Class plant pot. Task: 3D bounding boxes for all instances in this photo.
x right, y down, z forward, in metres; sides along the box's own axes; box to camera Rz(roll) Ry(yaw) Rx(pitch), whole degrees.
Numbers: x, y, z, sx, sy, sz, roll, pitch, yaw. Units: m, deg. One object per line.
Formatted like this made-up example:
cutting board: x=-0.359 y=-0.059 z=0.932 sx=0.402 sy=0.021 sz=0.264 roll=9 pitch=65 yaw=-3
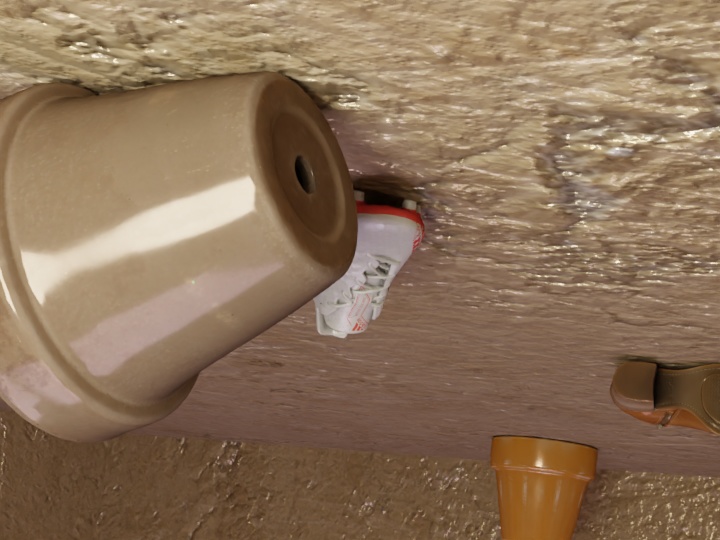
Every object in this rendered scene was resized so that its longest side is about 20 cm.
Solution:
plant pot: x=0.333 y=0.414 z=2.377 sx=0.197 sy=0.186 sz=0.200 roll=7 pitch=168 yaw=1
plant pot: x=-0.101 y=-0.025 z=0.696 sx=0.173 sy=0.203 sz=0.200 roll=-18 pitch=157 yaw=25

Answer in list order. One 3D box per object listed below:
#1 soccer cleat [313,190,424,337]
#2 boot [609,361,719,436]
soccer cleat: x=0.000 y=0.000 z=0.924 sx=0.068 sy=0.087 sz=0.200 roll=10 pitch=168 yaw=-11
boot: x=0.373 y=0.153 z=1.414 sx=0.197 sy=0.078 sz=0.155 roll=6 pitch=166 yaw=18
